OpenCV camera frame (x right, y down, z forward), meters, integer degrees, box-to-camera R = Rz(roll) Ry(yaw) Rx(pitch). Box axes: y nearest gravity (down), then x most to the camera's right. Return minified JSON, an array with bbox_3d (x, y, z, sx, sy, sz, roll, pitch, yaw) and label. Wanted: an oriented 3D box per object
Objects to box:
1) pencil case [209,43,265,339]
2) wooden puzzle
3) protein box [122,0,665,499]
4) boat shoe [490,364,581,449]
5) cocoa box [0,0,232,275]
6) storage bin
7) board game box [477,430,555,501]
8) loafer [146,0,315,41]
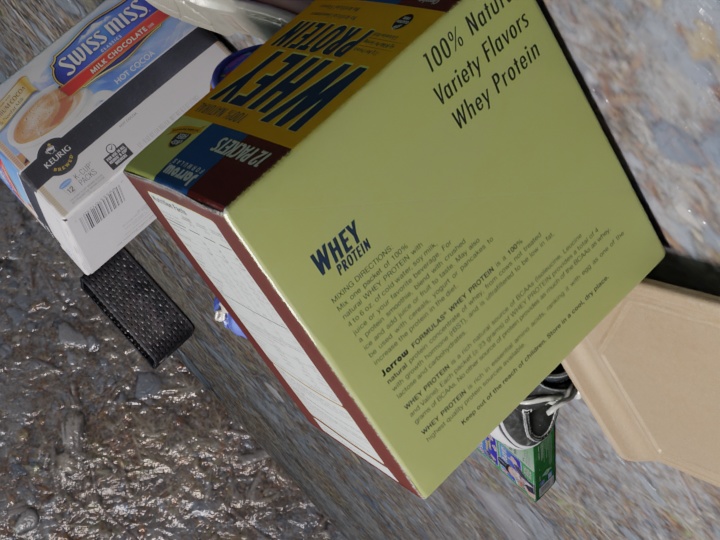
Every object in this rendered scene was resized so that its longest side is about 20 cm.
[{"bbox_3d":[-0.056,-0.040,0.864,0.078,0.087,0.201,37,140,32],"label":"pencil case"},{"bbox_3d":[0.200,0.067,0.816,0.199,0.037,0.186,12,142,55],"label":"wooden puzzle"},{"bbox_3d":[0.021,-0.032,0.745,0.135,0.198,0.201,23,152,57],"label":"protein box"},{"bbox_3d":[0.127,0.064,0.951,0.068,0.073,0.201,31,143,32],"label":"boat shoe"},{"bbox_3d":[-0.205,-0.124,1.162,0.131,0.200,0.134,45,166,13],"label":"cocoa box"},{"bbox_3d":[-0.393,0.065,2.425,0.200,0.094,0.135,48,166,1],"label":"storage bin"},{"bbox_3d":[0.113,0.119,1.216,0.134,0.029,0.200,42,165,25],"label":"board game box"},{"bbox_3d":[-0.051,-0.173,0.858,0.199,0.063,0.072,21,173,24],"label":"loafer"}]
